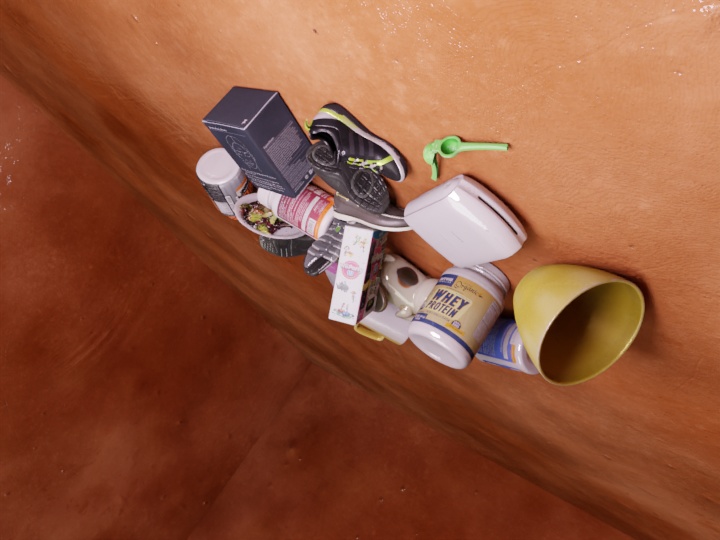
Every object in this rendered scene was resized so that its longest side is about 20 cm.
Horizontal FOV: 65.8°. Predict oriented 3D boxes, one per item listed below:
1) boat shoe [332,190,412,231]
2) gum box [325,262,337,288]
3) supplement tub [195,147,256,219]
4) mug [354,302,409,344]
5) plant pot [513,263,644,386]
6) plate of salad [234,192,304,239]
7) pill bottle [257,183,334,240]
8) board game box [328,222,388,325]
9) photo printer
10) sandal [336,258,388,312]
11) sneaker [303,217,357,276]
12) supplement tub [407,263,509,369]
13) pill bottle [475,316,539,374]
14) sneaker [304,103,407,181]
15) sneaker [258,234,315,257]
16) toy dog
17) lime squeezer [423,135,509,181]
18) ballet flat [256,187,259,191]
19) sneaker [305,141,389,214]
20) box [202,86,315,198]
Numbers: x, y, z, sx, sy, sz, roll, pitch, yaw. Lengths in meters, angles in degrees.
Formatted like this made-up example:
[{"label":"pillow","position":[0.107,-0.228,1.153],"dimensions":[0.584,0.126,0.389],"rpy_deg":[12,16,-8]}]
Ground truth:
[{"label":"boat shoe","position":[0.027,-0.127,1.146],"dimensions":[0.201,0.072,0.061],"rpy_deg":[15,116,30]},{"label":"gum box","position":[-0.020,0.011,1.509],"dimensions":[0.066,0.114,0.200],"rpy_deg":[28,160,25]},{"label":"supplement tub","position":[-0.356,-0.228,1.511],"dimensions":[0.122,0.123,0.200],"rpy_deg":[30,162,17]},{"label":"mug","position":[0.053,0.117,1.475],"dimensions":[0.153,0.187,0.149],"rpy_deg":[22,-166,-11]},{"label":"plant pot","position":[0.337,0.067,0.922],"dimensions":[0.200,0.200,0.142],"rpy_deg":[50,-177,-37]},{"label":"plate of salad","position":[-0.215,-0.148,1.400],"dimensions":[0.200,0.200,0.048],"rpy_deg":[32,128,13]},{"label":"pill bottle","position":[-0.138,-0.154,1.316],"dimensions":[0.200,0.110,0.110],"rpy_deg":[31,162,16]},{"label":"board game box","position":[0.000,0.000,1.190],"dimensions":[0.064,0.200,0.148],"rpy_deg":[12,-167,14]},{"label":"photo printer","position":[0.182,-0.082,0.971],"dimensions":[0.166,0.069,0.200],"rpy_deg":[40,162,-13]},{"label":"sandal","position":[-0.013,0.022,1.307],"dimensions":[0.200,0.054,0.080],"rpy_deg":[52,140,14]},{"label":"sneaker","position":[-0.039,-0.053,1.260],"dimensions":[0.075,0.200,0.116],"rpy_deg":[31,170,33]},{"label":"supplement tub","position":[0.203,0.083,1.137],"dimensions":[0.144,0.200,0.144],"rpy_deg":[32,162,12]},{"label":"pill bottle","position":[0.323,0.162,1.265],"dimensions":[0.112,0.112,0.200],"rpy_deg":[45,161,-27]},{"label":"sneaker","position":[-0.012,-0.208,0.987],"dimensions":[0.200,0.083,0.072],"rpy_deg":[37,163,-3]},{"label":"sneaker","position":[-0.169,-0.093,1.457],"dimensions":[0.114,0.199,0.076],"rpy_deg":[-117,28,-52]},{"label":"toy dog","position":[0.129,0.040,1.323],"dimensions":[0.200,0.140,0.194],"rpy_deg":[27,142,24]},{"label":"lime squeezer","position":[0.140,-0.177,0.864],"dimensions":[0.071,0.038,0.200],"rpy_deg":[41,161,-15]},{"label":"ballet flat","position":[-0.238,-0.256,1.332],"dimensions":[0.068,0.068,0.200],"rpy_deg":[40,155,22]},{"label":"sneaker","position":[-0.020,-0.180,1.118],"dimensions":[0.200,0.076,0.091],"rpy_deg":[42,170,13]},{"label":"box","position":[-0.198,-0.264,1.152],"dimensions":[0.148,0.107,0.200],"rpy_deg":[22,158,39]}]
